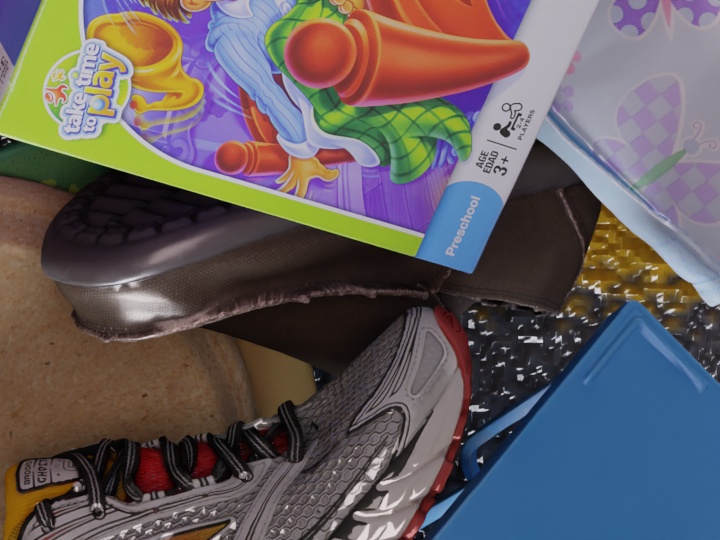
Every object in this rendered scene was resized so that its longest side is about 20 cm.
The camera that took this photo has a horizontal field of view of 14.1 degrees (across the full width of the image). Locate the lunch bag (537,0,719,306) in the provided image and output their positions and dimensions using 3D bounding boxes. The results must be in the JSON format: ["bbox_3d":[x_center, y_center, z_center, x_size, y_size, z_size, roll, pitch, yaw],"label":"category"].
[{"bbox_3d":[0.105,-0.116,0.833,0.170,0.127,0.200,42,77,-4],"label":"lunch bag"}]

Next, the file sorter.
[{"bbox_3d":[0.042,0.137,0.794,0.139,0.123,0.200,45,58,-4],"label":"file sorter"}]

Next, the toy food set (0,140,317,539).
[{"bbox_3d":[-0.123,0.056,0.831,0.198,0.049,0.200,38,99,-28],"label":"toy food set"}]

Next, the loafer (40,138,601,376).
[{"bbox_3d":[0.000,0.000,0.814,0.200,0.073,0.071,-10,105,-40],"label":"loafer"}]

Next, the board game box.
[{"bbox_3d":[0.004,-0.111,0.690,0.134,0.045,0.200,15,110,-26],"label":"board game box"}]

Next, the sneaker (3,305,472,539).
[{"bbox_3d":[-0.053,0.075,0.775,0.200,0.078,0.082,-39,99,5],"label":"sneaker"}]
